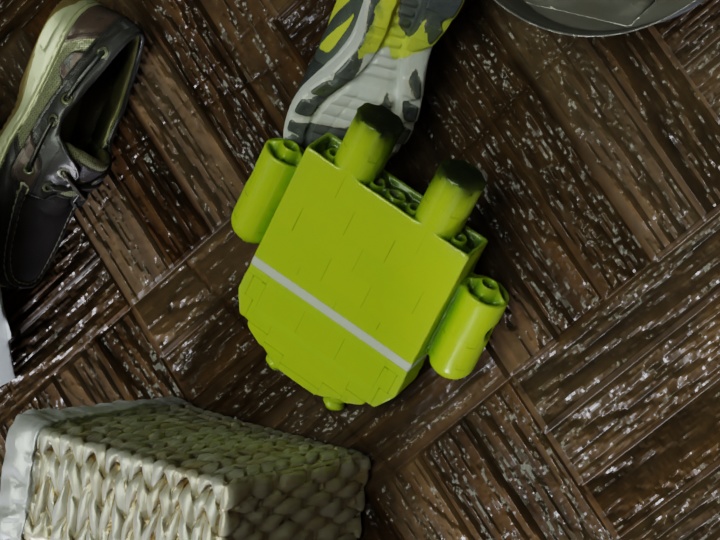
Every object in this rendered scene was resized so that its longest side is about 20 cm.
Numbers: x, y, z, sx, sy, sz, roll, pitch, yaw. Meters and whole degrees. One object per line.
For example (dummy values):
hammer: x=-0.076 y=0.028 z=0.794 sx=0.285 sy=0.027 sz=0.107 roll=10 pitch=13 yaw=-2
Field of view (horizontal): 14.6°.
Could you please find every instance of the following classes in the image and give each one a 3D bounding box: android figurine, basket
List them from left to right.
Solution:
basket: x=-0.114 y=0.191 z=1.726 sx=0.160 sy=0.200 sz=0.199 roll=10 pitch=96 yaw=27
android figurine: x=0.000 y=0.000 z=1.725 sx=0.182 sy=0.041 sz=0.200 roll=33 pitch=124 yaw=12

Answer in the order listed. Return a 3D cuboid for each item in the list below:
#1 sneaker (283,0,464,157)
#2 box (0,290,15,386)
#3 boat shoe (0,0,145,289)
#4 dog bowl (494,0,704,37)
sneaker: x=0.013 y=-0.143 z=1.730 sx=0.074 sy=0.085 sz=0.200 roll=22 pitch=126 yaw=-16
box: x=-0.327 y=-0.013 z=1.826 sx=0.130 sy=0.199 sz=0.200 roll=-28 pitch=73 yaw=-13
boat shoe: x=-0.196 y=-0.078 z=1.840 sx=0.065 sy=0.073 sz=0.201 roll=23 pitch=101 yaw=32
dog bowl: x=0.148 y=-0.231 z=1.637 sx=0.199 sy=0.059 sz=0.201 roll=-2 pitch=85 yaw=21
